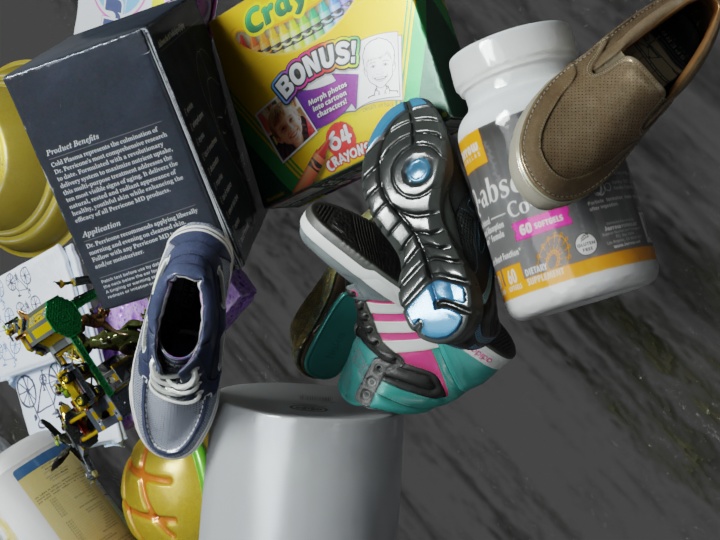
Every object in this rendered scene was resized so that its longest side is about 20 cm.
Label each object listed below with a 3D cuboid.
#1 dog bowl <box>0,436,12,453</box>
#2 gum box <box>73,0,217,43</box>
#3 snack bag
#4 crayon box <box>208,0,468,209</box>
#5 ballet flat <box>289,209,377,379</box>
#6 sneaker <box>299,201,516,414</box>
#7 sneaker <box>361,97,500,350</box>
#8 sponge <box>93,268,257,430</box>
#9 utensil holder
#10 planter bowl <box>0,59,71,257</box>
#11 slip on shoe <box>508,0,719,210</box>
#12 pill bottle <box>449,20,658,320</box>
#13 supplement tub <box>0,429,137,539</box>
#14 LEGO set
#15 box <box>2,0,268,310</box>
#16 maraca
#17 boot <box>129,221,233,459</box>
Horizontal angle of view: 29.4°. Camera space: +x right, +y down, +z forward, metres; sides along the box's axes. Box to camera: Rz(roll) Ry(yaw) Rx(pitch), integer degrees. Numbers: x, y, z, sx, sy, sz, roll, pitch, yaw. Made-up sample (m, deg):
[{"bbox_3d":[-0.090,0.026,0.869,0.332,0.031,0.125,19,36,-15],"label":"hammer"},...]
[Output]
[{"bbox_3d":[-0.417,0.254,1.436,0.200,0.059,0.200,2,94,34],"label":"dog bowl"},{"bbox_3d":[-0.192,-0.251,1.240,0.113,0.066,0.200,18,104,34],"label":"gum box"},{"bbox_3d":[-0.306,0.089,1.342,0.189,0.021,0.200,-19,85,48],"label":"snack bag"},{"bbox_3d":[-0.017,-0.166,1.133,0.200,0.058,0.173,-23,80,33],"label":"crayon box"},{"bbox_3d":[0.000,0.000,1.137,0.071,0.071,0.200,43,113,24],"label":"ballet flat"},{"bbox_3d":[0.010,0.043,1.081,0.200,0.084,0.121,38,113,-10],"label":"sneaker"},{"bbox_3d":[0.055,-0.032,1.027,0.073,0.082,0.200,-19,67,25],"label":"sneaker"},{"bbox_3d":[-0.188,0.046,1.283,0.200,0.030,0.112,-48,68,27],"label":"sponge"},{"bbox_3d":[-0.050,0.203,1.118,0.170,0.170,0.200,8,97,33],"label":"utensil holder"},{"bbox_3d":[-0.360,-0.111,1.355,0.200,0.083,0.201,2,94,34],"label":"planter bowl"},{"bbox_3d":[0.178,-0.121,0.931,0.076,0.200,0.061,50,156,-4],"label":"slip on shoe"},{"bbox_3d":[0.137,-0.072,1.002,0.116,0.116,0.200,-21,82,33],"label":"pill bottle"},{"bbox_3d":[-0.286,0.266,1.284,0.145,0.145,0.200,-41,83,29],"label":"supplement tub"},{"bbox_3d":[-0.230,0.076,1.192,0.116,0.200,0.154,-30,102,33],"label":"LEGO set"},{"bbox_3d":[-0.170,-0.102,1.111,0.124,0.200,0.197,-16,106,9],"label":"box"},{"bbox_3d":[-0.162,0.214,1.236,0.200,0.107,0.137,104,147,-40],"label":"maraca"},{"bbox_3d":[-0.139,0.069,1.016,0.073,0.090,0.200,9,114,0],"label":"boot"}]
